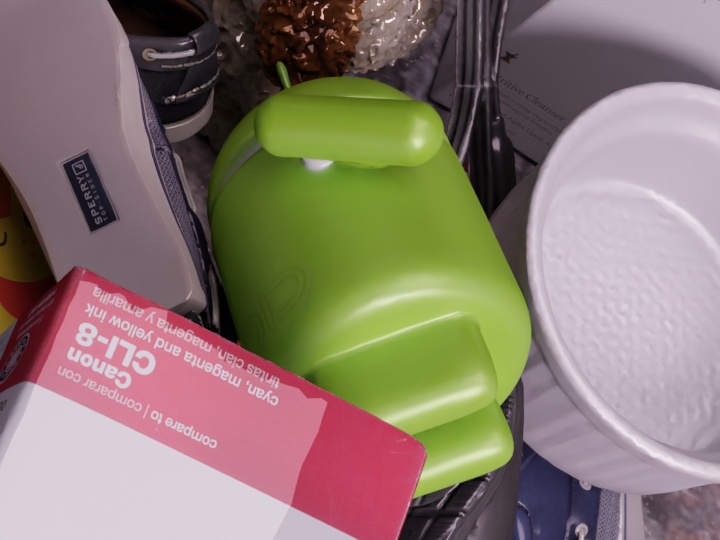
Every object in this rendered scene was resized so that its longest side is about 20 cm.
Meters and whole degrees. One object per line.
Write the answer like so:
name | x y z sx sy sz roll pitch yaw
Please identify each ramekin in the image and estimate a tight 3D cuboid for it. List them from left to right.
ramekin | 0.150 0.017 0.867 0.200 0.098 0.201 8 69 -21

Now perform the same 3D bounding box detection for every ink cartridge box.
ink cartridge box | -0.095 0.132 0.598 0.144 0.145 0.200 29 64 -17

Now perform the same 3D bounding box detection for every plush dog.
plush dog | -0.027 -0.143 0.864 0.160 0.172 0.200 36 56 -14

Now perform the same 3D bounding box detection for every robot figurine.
robot figurine | 0.000 0.000 0.732 0.115 0.176 0.200 -21 48 0

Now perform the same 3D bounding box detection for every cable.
cable | 0.050 -0.080 0.909 0.097 0.050 0.200 -24 112 -55

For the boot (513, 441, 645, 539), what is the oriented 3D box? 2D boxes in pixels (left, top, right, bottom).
boot | 0.096 0.084 0.905 0.090 0.073 0.200 11 65 -35

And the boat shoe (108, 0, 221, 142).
boat shoe | -0.153 -0.138 0.823 0.200 0.068 0.072 30 56 11

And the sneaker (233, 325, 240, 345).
sneaker | -0.006 0.044 0.866 0.108 0.067 0.201 46 56 -10

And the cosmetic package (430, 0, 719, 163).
cosmetic package | 0.143 -0.140 0.953 0.113 0.200 0.081 29 57 -18

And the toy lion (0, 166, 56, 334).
toy lion | -0.157 -0.001 0.768 0.200 0.069 0.192 49 34 -34

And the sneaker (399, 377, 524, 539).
sneaker | 0.038 0.132 0.802 0.091 0.076 0.200 41 59 -53

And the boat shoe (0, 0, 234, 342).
boat shoe | -0.113 -0.036 0.764 0.075 0.093 0.200 -20 68 2
